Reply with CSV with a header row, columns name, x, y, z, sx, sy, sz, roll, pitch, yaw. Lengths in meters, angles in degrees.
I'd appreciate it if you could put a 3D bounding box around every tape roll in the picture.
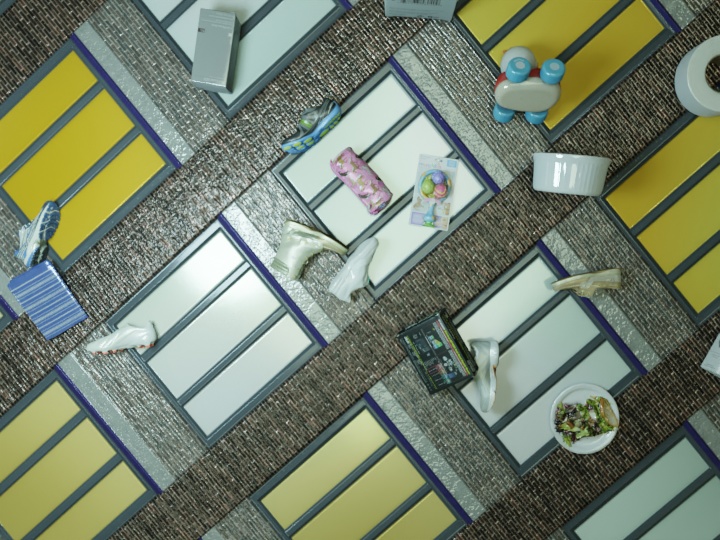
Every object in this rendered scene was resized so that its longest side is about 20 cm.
name,x,y,z,sx,sy,sz,roll,pitch,yaw
tape roll,0.973,-0.527,1.558,0.198,0.071,0.207,0,92,2

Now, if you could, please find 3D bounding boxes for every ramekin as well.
name,x,y,z,sx,sy,sz,roll,pitch,yaw
ramekin,0.556,-0.256,1.525,0.196,0.201,0.100,6,100,2

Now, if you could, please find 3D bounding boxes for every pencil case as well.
name,x,y,z,sx,sy,sz,roll,pitch,yaw
pencil case,0.002,-0.251,1.598,0.200,0.086,0.083,48,124,0

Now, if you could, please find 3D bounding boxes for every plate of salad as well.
name,x,y,z,sx,sy,sz,roll,pitch,yaw
plate of salad,0.640,0.424,1.622,0.195,0.048,0.205,0,93,2

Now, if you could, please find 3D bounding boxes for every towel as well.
name,x,y,z,sx,sy,sz,roll,pitch,yaw
towel,-0.907,0.086,1.657,0.143,0.024,0.202,-29,104,1

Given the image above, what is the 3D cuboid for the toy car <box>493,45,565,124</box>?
name,x,y,z,sx,sy,sz,roll,pitch,yaw
toy car,0.448,-0.539,1.550,0.173,0.185,0.204,3,64,2

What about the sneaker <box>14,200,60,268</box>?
name,x,y,z,sx,sy,sz,roll,pitch,yaw
sneaker,-0.938,-0.112,1.639,0.084,0.077,0.203,24,93,5

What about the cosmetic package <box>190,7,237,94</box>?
name,x,y,z,sx,sy,sz,roll,pitch,yaw
cosmetic package,-0.402,-0.608,1.593,0.104,0.090,0.205,7,90,-1

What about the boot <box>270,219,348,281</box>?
name,x,y,z,sx,sy,sz,roll,pitch,yaw
boot,-0.146,-0.039,1.616,0.197,0.072,0.157,22,93,6

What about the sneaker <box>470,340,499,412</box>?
name,x,y,z,sx,sy,sz,roll,pitch,yaw
sneaker,0.342,0.297,1.621,0.090,0.076,0.205,4,86,10

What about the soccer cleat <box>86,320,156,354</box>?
name,x,y,z,sx,sy,sz,roll,pitch,yaw
soccer cleat,-0.690,0.194,1.650,0.195,0.069,0.079,-9,87,-5

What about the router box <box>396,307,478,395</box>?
name,x,y,z,sx,sy,sz,roll,pitch,yaw
router box,0.215,0.226,1.593,0.148,0.062,0.202,-29,92,29

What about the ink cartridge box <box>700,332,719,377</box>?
name,x,y,z,sx,sy,sz,roll,pitch,yaw
ink cartridge box,1.072,0.222,1.580,0.144,0.084,0.203,28,93,0

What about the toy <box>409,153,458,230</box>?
name,x,y,z,sx,sy,sz,roll,pitch,yaw
toy,0.209,-0.222,1.608,0.113,0.047,0.205,9,93,0

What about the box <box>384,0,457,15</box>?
name,x,y,z,sx,sy,sz,roll,pitch,yaw
box,0.164,-0.786,1.509,0.194,0.200,0.175,5,95,2

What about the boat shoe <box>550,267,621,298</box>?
name,x,y,z,sx,sy,sz,roll,pitch,yaw
boat shoe,0.633,0.041,1.592,0.196,0.074,0.071,-11,86,2

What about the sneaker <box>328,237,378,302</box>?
name,x,y,z,sx,sy,sz,roll,pitch,yaw
sneaker,0.000,0.000,1.622,0.088,0.075,0.201,37,99,-12

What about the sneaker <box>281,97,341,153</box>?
name,x,y,z,sx,sy,sz,roll,pitch,yaw
sneaker,-0.144,-0.407,1.608,0.199,0.071,0.083,-40,77,2
